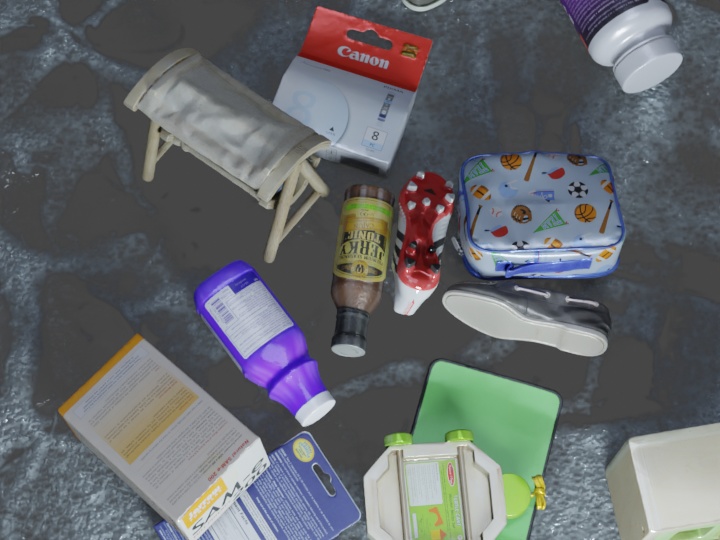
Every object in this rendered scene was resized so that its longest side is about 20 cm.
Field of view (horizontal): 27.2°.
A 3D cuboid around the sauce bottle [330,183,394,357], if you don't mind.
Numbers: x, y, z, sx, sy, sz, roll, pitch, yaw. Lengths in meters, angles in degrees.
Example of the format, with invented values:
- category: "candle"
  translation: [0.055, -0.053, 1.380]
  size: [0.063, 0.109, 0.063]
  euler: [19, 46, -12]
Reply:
- category: "sauce bottle"
  translation: [0.000, 0.000, 1.724]
  size: [0.064, 0.065, 0.201]
  euler: [6, 68, 0]

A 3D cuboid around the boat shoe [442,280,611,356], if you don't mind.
- category: "boat shoe"
  translation: [0.193, 0.045, 1.719]
  size: [0.199, 0.067, 0.057]
  euler: [17, 52, -1]

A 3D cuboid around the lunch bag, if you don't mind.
- category: "lunch bag"
  translation: [0.204, -0.059, 1.738]
  size: [0.198, 0.076, 0.161]
  euler: [-3, 56, -3]

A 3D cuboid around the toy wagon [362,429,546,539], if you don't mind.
- category: "toy wagon"
  translation: [0.104, 0.254, 1.634]
  size: [0.198, 0.040, 0.156]
  euler: [-3, 69, -4]

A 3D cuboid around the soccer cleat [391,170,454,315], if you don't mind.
- category: "soccer cleat"
  translation: [0.067, -0.036, 1.742]
  size: [0.068, 0.085, 0.201]
  euler: [16, 45, -8]

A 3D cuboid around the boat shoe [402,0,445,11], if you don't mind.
- category: "boat shoe"
  translation: [0.118, -0.417, 1.897]
  size: [0.072, 0.060, 0.202]
  euler: [34, 71, 11]

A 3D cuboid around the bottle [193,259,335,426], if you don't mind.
- category: "bottle"
  translation: [-0.105, 0.085, 1.685]
  size: [0.083, 0.065, 0.200]
  euler: [-35, 74, -14]

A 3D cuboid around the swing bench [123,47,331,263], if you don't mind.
- category: "swing bench"
  translation: [-0.146, -0.141, 1.701]
  size: [0.198, 0.200, 0.130]
  euler: [35, 71, 11]

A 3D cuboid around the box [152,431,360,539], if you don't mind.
- category: "box"
  translation: [-0.110, 0.277, 1.625]
  size: [0.199, 0.032, 0.121]
  euler: [-31, 73, -12]

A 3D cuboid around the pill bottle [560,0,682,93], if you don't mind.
- category: "pill bottle"
  translation: [0.316, -0.324, 1.842]
  size: [0.111, 0.112, 0.201]
  euler: [-21, 70, -10]

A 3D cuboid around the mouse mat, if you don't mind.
- category: "mouse mat"
  translation: [0.131, 0.208, 1.677]
  size: [0.160, 0.008, 0.201]
  euler: [16, 68, 4]

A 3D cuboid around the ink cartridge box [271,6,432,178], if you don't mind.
- category: "ink cartridge box"
  translation: [-0.011, -0.229, 1.824]
  size: [0.159, 0.047, 0.201]
  euler: [17, 71, 5]

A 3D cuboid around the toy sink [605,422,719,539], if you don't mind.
- category: "toy sink"
  translation: [0.383, 0.236, 1.611]
  size: [0.198, 0.131, 0.113]
  euler: [-8, 69, -7]

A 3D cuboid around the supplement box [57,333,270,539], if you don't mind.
- category: "supplement box"
  translation: [-0.213, 0.181, 1.619]
  size: [0.200, 0.074, 0.126]
  euler: [38, 71, 25]
